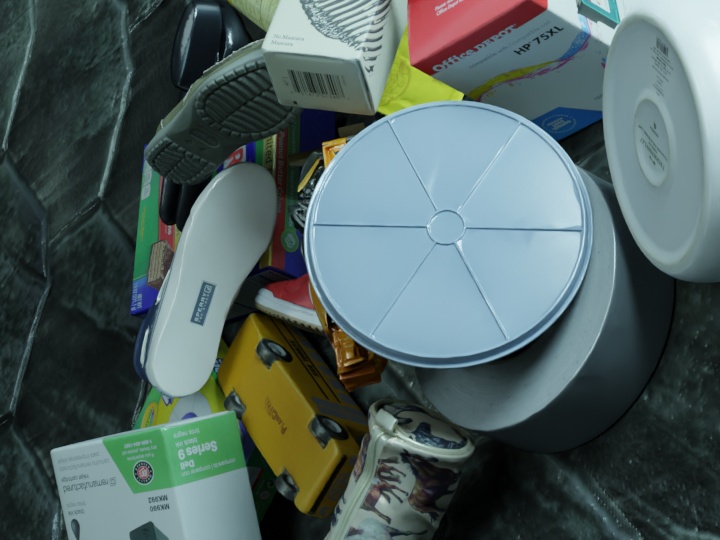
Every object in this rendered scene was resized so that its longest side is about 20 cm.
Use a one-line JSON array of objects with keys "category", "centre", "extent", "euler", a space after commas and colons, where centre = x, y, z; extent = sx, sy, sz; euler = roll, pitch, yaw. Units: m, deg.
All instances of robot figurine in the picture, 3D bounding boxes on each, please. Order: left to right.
[{"category": "robot figurine", "centre": [0.021, -0.021, 1.311], "extent": [0.143, 0.058, 0.202], "euler": [-12, 65, 7]}]

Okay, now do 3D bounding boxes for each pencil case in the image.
[{"category": "pencil case", "centre": [0.011, 0.183, 1.302], "extent": [0.078, 0.089, 0.201], "euler": [40, 118, 35]}]

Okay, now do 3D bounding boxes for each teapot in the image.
[{"category": "teapot", "centre": [0.247, -0.092, 1.156], "extent": [0.197, 0.144, 0.202], "euler": [125, 133, -71]}]

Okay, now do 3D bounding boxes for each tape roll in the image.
[{"category": "tape roll", "centre": [0.125, 0.024, 1.301], "extent": [0.199, 0.066, 0.202], "euler": [-24, 56, 41]}]

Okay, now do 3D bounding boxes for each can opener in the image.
[{"category": "can opener", "centre": [-0.140, -0.133, 1.567], "extent": [0.063, 0.078, 0.202], "euler": [37, 118, 56]}]

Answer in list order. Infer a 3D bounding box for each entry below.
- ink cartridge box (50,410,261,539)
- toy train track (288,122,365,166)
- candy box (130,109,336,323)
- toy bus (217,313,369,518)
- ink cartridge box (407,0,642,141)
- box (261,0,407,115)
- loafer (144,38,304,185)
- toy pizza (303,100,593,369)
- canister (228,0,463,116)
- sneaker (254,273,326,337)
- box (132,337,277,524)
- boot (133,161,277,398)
[{"category": "ink cartridge box", "centre": [-0.153, 0.225, 1.454], "extent": [0.145, 0.084, 0.202], "euler": [-15, 86, 41]}, {"category": "toy train track", "centre": [0.002, -0.075, 1.463], "extent": [0.200, 0.113, 0.033], "euler": [-102, -1, -70]}, {"category": "candy box", "centre": [-0.112, -0.050, 1.609], "extent": [0.199, 0.077, 0.171], "euler": [-18, 62, 44]}, {"category": "toy bus", "centre": [-0.048, 0.115, 1.452], "extent": [0.065, 0.078, 0.200], "euler": [-58, 39, 16]}, {"category": "ink cartridge box", "centre": [0.113, -0.173, 1.300], "extent": [0.116, 0.199, 0.068], "euler": [-27, 54, 40]}, {"category": "box", "centre": [-0.003, -0.216, 1.354], "extent": [0.081, 0.069, 0.202], "euler": [7, 60, 17]}, {"category": "loafer", "centre": [-0.103, -0.139, 1.451], "extent": [0.199, 0.075, 0.070], "euler": [-28, 37, 44]}, {"category": "toy pizza", "centre": [0.060, -0.024, 1.255], "extent": [0.198, 0.032, 0.202], "euler": [-3, 65, 7]}, {"category": "canister", "centre": [-0.015, -0.205, 1.514], "extent": [0.087, 0.148, 0.200], "euler": [-61, 37, 10]}, {"category": "sneaker", "centre": [0.000, 0.000, 1.457], "extent": [0.199, 0.071, 0.114], "euler": [9, 83, 45]}, {"category": "box", "centre": [-0.132, 0.137, 1.559], "extent": [0.118, 0.048, 0.200], "euler": [-63, 36, 19]}, {"category": "boot", "centre": [-0.135, 0.004, 1.511], "extent": [0.202, 0.072, 0.090], "euler": [-66, 22, -5]}]
